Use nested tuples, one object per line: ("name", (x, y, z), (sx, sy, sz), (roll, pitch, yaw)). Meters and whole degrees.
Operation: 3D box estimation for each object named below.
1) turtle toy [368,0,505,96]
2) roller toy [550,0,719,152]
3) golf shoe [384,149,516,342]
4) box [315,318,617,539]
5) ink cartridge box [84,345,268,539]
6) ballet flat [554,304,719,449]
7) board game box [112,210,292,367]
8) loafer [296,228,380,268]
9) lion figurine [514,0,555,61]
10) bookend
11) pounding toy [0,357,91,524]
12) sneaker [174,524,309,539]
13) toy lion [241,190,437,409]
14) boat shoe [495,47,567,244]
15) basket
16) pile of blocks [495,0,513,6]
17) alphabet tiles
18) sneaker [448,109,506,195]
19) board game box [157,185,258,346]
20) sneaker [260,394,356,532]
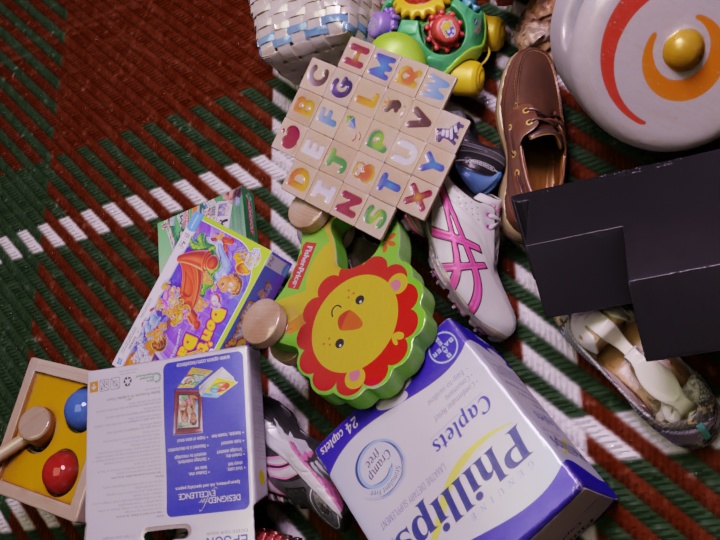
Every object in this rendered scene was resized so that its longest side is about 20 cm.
("turtle toy", (0.064, -0.244, 0.995), (0.144, 0.102, 0.202), (10, 53, 25))
("roller toy", (0.267, -0.203, 0.825), (0.180, 0.202, 0.140), (-19, 23, 8))
("golf shoe", (0.104, -0.028, 0.902), (0.091, 0.073, 0.202), (-30, 90, 15))
("box", (0.091, 0.184, 0.845), (0.184, 0.105, 0.201), (-45, 56, 9))
("ink cartridge box", (-0.189, 0.190, 0.950), (0.194, 0.047, 0.204), (-10, 74, 18))
("ballet flat", (0.236, 0.069, 0.825), (0.072, 0.072, 0.201), (-45, 55, 7))
("board game box", (-0.180, 0.050, 1.059), (0.133, 0.045, 0.202), (25, 85, 35))
("loafer", (0.000, 0.000, 0.988), (0.070, 0.075, 0.201), (-45, 55, 13))
("lion figurine", (0.223, -0.294, 0.922), (0.121, 0.201, 0.073), (-20, 64, -16))
("bookend", (0.225, 0.002, 0.771), (0.196, 0.093, 0.201), (-12, 29, 19))
("pounding toy", (-0.352, 0.204, 1.077), (0.197, 0.142, 0.187), (7, 74, 32))
("sneaker", (-0.112, 0.298, 0.938), (0.197, 0.078, 0.084), (8, 76, 33))
("toy lion", (-0.008, 0.026, 0.894), (0.189, 0.069, 0.203), (7, 69, 36))
("boat shoe", (0.176, -0.130, 0.923), (0.068, 0.071, 0.204), (140, 136, -69))
("basket", (-0.050, -0.332, 1.105), (0.174, 0.139, 0.204), (-7, 76, 27))
("pile of blocks", (0.161, -0.306, 0.972), (0.081, 0.200, 0.063), (3, 110, 15))
("alphabet tiles", (0.005, -0.131, 0.908), (0.198, 0.006, 0.168), (28, 94, 31))
("sneaker", (0.081, -0.138, 1.008), (0.082, 0.071, 0.199), (-38, 50, -15))
("board game box", (-0.180, 0.013, 1.119), (0.133, 0.029, 0.203), (-20, 62, 24))
("sneaker", (-0.074, 0.210, 0.962), (0.199, 0.080, 0.087), (36, 103, 43))
